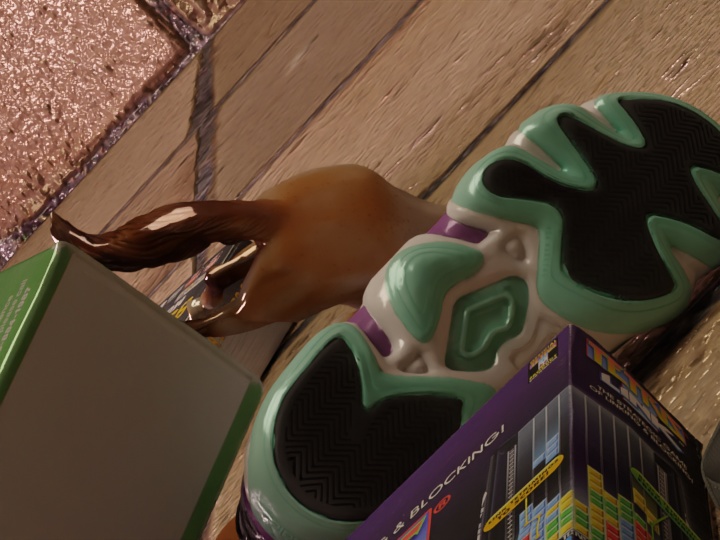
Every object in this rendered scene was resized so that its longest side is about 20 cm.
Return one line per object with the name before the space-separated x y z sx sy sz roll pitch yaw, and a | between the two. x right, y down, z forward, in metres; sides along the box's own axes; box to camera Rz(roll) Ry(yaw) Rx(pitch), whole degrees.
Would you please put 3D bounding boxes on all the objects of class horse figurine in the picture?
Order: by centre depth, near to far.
horse figurine | 0.000 0.000 0.997 0.132 0.199 0.050 -40 52 46

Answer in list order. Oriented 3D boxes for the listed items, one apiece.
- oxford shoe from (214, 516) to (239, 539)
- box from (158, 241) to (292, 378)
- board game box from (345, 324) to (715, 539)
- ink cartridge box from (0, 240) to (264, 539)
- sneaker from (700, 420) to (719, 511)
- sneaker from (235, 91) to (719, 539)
oxford shoe | -0.061 0.125 0.973 0.071 0.071 0.200 -47 6 27
box | -0.125 0.089 1.441 0.200 0.048 0.159 -41 12 38
board game box | 0.003 0.122 0.747 0.200 0.057 0.165 -45 11 15
ink cartridge box | -0.136 0.091 0.921 0.200 0.087 0.146 -19 41 52
sneaker | 0.124 -0.012 0.684 0.085 0.074 0.200 -40 13 42
sneaker | 0.030 0.028 0.946 0.200 0.078 0.140 -36 -8 -23
